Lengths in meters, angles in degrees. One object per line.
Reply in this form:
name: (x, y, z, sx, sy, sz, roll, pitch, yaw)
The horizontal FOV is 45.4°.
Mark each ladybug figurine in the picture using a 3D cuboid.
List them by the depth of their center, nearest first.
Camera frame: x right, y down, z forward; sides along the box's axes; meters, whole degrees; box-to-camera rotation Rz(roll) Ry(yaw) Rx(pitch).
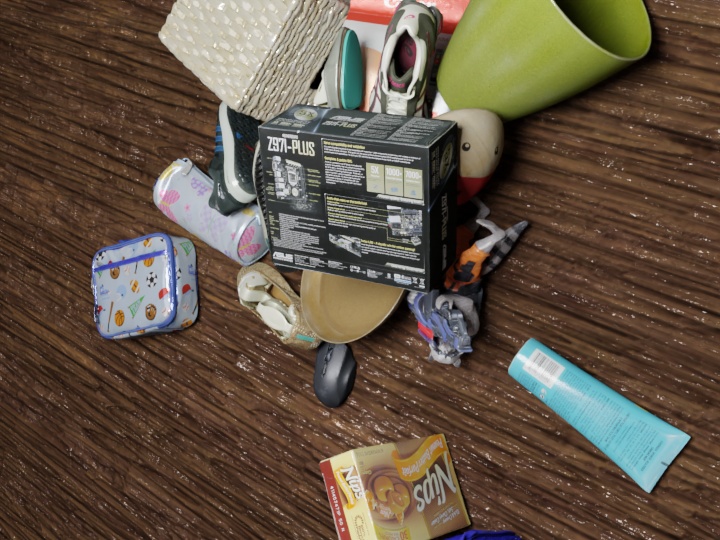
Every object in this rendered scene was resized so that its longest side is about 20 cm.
ladybug figurine: (0.090, -0.113, 0.992, 0.200, 0.134, 0.073, -41, 56, 57)

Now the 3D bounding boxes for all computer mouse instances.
computer mouse: (-0.036, 0.086, 1.166, 0.058, 0.034, 0.203, 5, 92, 35)

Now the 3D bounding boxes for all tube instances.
tube: (0.258, 0.153, 0.959, 0.199, 0.050, 0.078, 38, 114, 24)

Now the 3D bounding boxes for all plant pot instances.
plant pot: (0.179, -0.251, 0.946, 0.200, 0.186, 0.189, -37, 70, 46)
plant pot: (0.000, 0.000, 1.106, 0.199, 0.027, 0.202, -23, 55, 36)

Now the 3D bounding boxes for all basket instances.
basket: (-0.128, -0.321, 1.153, 0.200, 0.160, 0.199, 44, 112, 24)

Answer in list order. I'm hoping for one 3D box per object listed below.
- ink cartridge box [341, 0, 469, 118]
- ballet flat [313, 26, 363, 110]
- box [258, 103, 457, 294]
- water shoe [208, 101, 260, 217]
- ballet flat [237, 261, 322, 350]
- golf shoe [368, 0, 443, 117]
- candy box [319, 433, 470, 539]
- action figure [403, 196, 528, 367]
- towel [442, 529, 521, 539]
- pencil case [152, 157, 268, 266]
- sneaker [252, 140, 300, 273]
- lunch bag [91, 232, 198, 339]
ink cartridge box: (0.050, -0.280, 1.064, 0.160, 0.050, 0.203, 11, 101, 12)
ballet flat: (-0.027, -0.187, 1.037, 0.063, 0.067, 0.203, -1, 105, 24)
box: (-0.001, -0.081, 0.932, 0.198, 0.086, 0.166, 10, 120, 25)
water shoe: (-0.187, -0.164, 1.207, 0.079, 0.071, 0.202, -35, 41, 28)
ballet flat: (-0.126, 0.041, 1.193, 0.199, 0.065, 0.071, 33, 105, 39)
golf shoe: (0.042, -0.207, 0.993, 0.076, 0.088, 0.202, 13, 122, 10)
candy box: (0.045, 0.262, 1.006, 0.055, 0.199, 0.117, -25, 72, 31)
action figure: (0.128, 0.029, 1.006, 0.200, 0.103, 0.196, -121, 45, -62)
towel: (0.083, 0.346, 1.022, 0.199, 0.147, 0.050, -27, 57, 32)
pencil case: (-0.213, -0.087, 1.258, 0.199, 0.083, 0.092, 33, 104, 30)
sneaker: (-0.111, -0.102, 1.152, 0.093, 0.069, 0.202, -128, 29, -61)
lunch bag: (-0.345, 0.022, 1.356, 0.198, 0.075, 0.163, -10, 82, 33)
